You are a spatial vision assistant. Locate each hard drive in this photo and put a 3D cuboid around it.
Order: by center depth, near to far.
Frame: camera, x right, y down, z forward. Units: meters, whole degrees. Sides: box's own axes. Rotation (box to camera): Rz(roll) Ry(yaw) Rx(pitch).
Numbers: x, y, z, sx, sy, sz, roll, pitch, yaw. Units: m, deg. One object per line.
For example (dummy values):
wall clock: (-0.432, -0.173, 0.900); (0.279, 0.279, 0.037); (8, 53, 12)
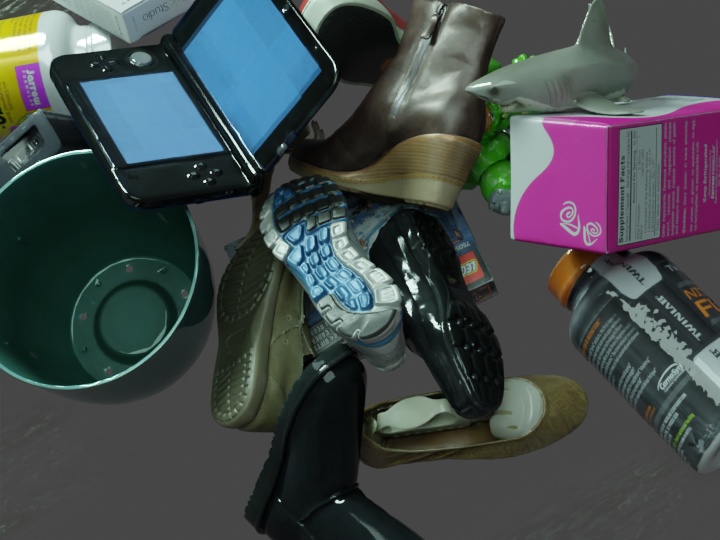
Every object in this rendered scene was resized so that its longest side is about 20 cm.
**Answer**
hard drive: (-0.305, -0.054, 1.646); (0.200, 0.135, 0.042); (-43, 77, 13)

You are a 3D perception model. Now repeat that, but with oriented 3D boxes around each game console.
game console: (-0.138, -0.160, 1.547); (0.170, 0.119, 0.200); (-10, 44, -27)

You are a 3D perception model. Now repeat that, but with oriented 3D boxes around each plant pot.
plant pot: (-0.211, 0.021, 1.600); (0.199, 0.161, 0.202); (-3, 72, 10)

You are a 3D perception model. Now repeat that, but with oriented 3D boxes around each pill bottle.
pill bottle: (0.239, 0.057, 1.527); (0.106, 0.106, 0.200); (-41, 67, -6)
pill bottle: (-0.310, -0.176, 1.730); (0.199, 0.104, 0.105); (-10, 67, 8)

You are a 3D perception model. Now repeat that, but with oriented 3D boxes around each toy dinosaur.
toy dinosaur: (-0.085, -0.105, 1.692); (0.101, 0.058, 0.201); (-27, 55, 14)

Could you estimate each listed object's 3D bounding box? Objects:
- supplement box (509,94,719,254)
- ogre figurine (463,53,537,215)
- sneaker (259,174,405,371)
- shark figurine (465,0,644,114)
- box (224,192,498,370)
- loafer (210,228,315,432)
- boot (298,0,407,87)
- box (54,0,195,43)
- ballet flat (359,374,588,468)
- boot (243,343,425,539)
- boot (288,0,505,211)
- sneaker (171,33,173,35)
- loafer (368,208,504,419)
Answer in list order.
supplement box: (0.219, -0.080, 1.515); (0.101, 0.199, 0.104); (11, 105, 46)
ogre figurine: (0.122, -0.108, 1.614); (0.120, 0.098, 0.201); (-20, 76, -35)
sneaker: (-0.019, 0.007, 1.537); (0.075, 0.087, 0.200); (-27, 49, -2)
shark figurine: (0.186, -0.175, 1.520); (0.128, 0.214, 0.090); (7, 106, 29)
box: (0.000, 0.000, 1.634); (0.199, 0.040, 0.137); (-25, 65, 1)
loafer: (-0.076, 0.050, 1.574); (0.076, 0.067, 0.201); (-21, 47, 40)
boot: (-0.024, -0.229, 1.646); (0.072, 0.200, 0.144); (-46, 66, 13)
box: (-0.202, -0.277, 1.721); (0.144, 0.036, 0.200); (-34, 40, -22)
ballet flat: (0.084, 0.117, 1.554); (0.199, 0.072, 0.068); (-7, 68, 8)
boot: (0.005, 0.178, 1.504); (0.168, 0.076, 0.201); (37, 124, 23)
boot: (0.031, -0.140, 1.582); (0.199, 0.072, 0.167); (12, 87, 45)
sneaker: (-0.148, -0.141, 1.665); (0.201, 0.073, 0.114); (-53, 46, 13)
loafer: (0.059, 0.041, 1.543); (0.070, 0.068, 0.201); (-44, 50, 29)
